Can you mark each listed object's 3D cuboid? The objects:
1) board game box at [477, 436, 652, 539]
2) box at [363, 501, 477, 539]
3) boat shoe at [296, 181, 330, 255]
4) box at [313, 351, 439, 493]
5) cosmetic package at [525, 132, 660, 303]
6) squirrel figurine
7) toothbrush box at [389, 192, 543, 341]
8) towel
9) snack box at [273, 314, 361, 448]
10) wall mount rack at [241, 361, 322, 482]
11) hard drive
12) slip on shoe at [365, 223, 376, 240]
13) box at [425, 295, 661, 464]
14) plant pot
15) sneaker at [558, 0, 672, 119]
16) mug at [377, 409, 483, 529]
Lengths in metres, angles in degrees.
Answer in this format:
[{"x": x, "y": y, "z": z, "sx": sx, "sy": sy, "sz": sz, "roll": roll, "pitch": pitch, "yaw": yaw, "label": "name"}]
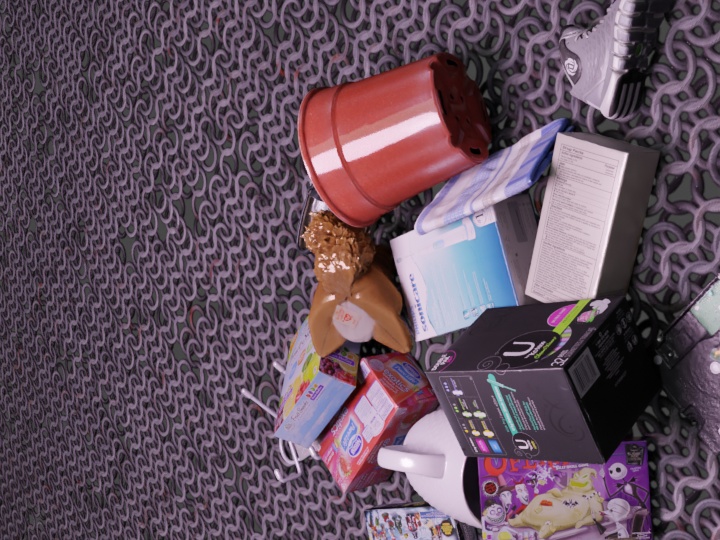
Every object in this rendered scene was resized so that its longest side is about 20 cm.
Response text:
[{"x": 0.240, "y": 0.262, "z": 1.136, "sx": 0.198, "sy": 0.032, "sz": 0.121, "roll": -4, "pitch": 89, "yaw": 6, "label": "board game box"}, {"x": 0.093, "y": 0.413, "z": 1.412, "sx": 0.199, "sy": 0.040, "sz": 0.138, "roll": -20, "pitch": 81, "yaw": 48, "label": "box"}, {"x": -0.053, "y": -0.114, "z": 1.493, "sx": 0.075, "sy": 0.060, "sz": 0.202, "roll": 30, "pitch": 117, "yaw": 43, "label": "boat shoe"}, {"x": 0.023, "y": 0.225, "z": 1.425, "sx": 0.100, "sy": 0.095, "sz": 0.201, "roll": 52, "pitch": 130, "yaw": 32, "label": "box"}, {"x": 0.269, "y": -0.053, "z": 1.121, "sx": 0.103, "sy": 0.073, "sz": 0.202, "roll": 28, "pitch": 115, "yaw": 43, "label": "cosmetic package"}, {"x": 0.000, "y": 0.000, "z": 1.354, "sx": 0.140, "sy": 0.187, "sz": 0.201, "roll": -11, "pitch": 118, "yaw": 22, "label": "squirrel figurine"}, {"x": 0.145, "y": -0.001, "z": 1.262, "sx": 0.199, "sy": 0.085, "sz": 0.148, "roll": -23, "pitch": 79, "yaw": 48, "label": "toothbrush box"}, {"x": 0.162, "y": -0.116, "z": 1.194, "sx": 0.199, "sy": 0.147, "sz": 0.024, "roll": -23, "pitch": 111, "yaw": 47, "label": "towel"}, {"x": -0.060, "y": 0.138, "z": 1.454, "sx": 0.169, "sy": 0.067, "sz": 0.201, "roll": -56, "pitch": 16, "yaw": 38, "label": "snack box"}, {"x": -0.116, "y": 0.251, "z": 1.605, "sx": 0.200, "sy": 0.074, "sz": 0.175, "roll": -40, "pitch": 65, "yaw": 43, "label": "wall mount rack"}, {"x": 0.403, "y": 0.081, "z": 1.011, "sx": 0.140, "sy": 0.038, "sz": 0.201, "roll": 55, "pitch": 133, "yaw": 29, "label": "hard drive"}, {"x": -0.003, "y": -0.116, "z": 1.436, "sx": 0.076, "sy": 0.060, "sz": 0.201, "roll": 40, "pitch": 124, "yaw": 38, "label": "slip on shoe"}, {"x": 0.204, "y": 0.123, "z": 1.081, "sx": 0.199, "sy": 0.148, "sz": 0.125, "roll": -9, "pitch": 113, "yaw": 49, "label": "box"}, {"x": 0.054, "y": -0.182, "z": 1.259, "sx": 0.194, "sy": 0.200, "sz": 0.203, "roll": -19, "pitch": 81, "yaw": 32, "label": "plant pot"}, {"x": 0.277, "y": -0.282, "z": 1.082, "sx": 0.115, "sy": 0.075, "sz": 0.202, "roll": 35, "pitch": 121, "yaw": 43, "label": "sneaker"}, {"x": 0.117, "y": 0.248, "z": 1.244, "sx": 0.175, "sy": 0.198, "sz": 0.149, "roll": 0, "pitch": 83, "yaw": 59, "label": "mug"}]
